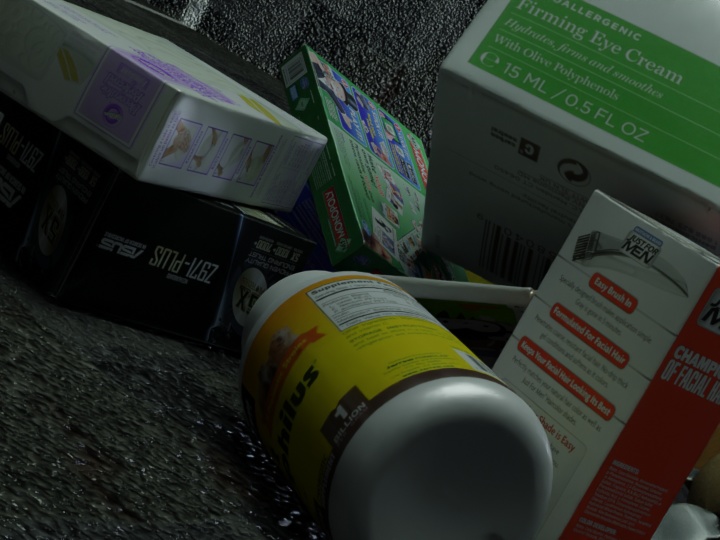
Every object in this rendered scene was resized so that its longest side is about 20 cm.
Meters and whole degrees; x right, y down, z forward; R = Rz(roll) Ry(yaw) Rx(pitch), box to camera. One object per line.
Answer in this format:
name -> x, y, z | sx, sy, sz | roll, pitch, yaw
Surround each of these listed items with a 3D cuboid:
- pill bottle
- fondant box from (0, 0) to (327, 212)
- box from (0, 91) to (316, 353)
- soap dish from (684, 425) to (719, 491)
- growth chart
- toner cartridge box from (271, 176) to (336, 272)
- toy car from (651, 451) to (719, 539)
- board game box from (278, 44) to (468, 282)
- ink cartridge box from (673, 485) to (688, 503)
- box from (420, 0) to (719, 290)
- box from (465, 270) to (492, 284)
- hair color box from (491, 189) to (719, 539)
pill bottle -> 0.006, 0.069, 0.807 | 0.109, 0.110, 0.200 | 24, 9, -27
fondant box -> -0.125, -0.101, 0.982 | 0.144, 0.058, 0.200 | 33, 10, 21
box -> -0.155, -0.043, 1.026 | 0.163, 0.086, 0.200 | 20, 12, -46
soap dish -> 0.293, 0.132, 1.064 | 0.200, 0.157, 0.081 | 54, 18, -35
growth chart -> 0.078, 0.035, 0.985 | 0.144, 0.018, 0.200 | 1, -16, 24
toner cartridge box -> 0.000, 0.000, 1.105 | 0.200, 0.043, 0.095 | 56, 21, 3
toy car -> 0.232, 0.159, 0.923 | 0.199, 0.158, 0.164 | 18, 20, -5
board game box -> 0.014, -0.049, 1.106 | 0.134, 0.029, 0.200 | 37, 26, -40
ink cartridge box -> 0.303, 0.105, 1.256 | 0.084, 0.201, 0.146 | 26, 8, -10
box -> 0.164, -0.080, 1.001 | 0.198, 0.172, 0.200 | 28, -27, 14
box -> 0.044, 0.012, 1.254 | 0.199, 0.118, 0.048 | 26, 36, -7
hair color box -> 0.121, 0.072, 0.851 | 0.064, 0.201, 0.111 | 23, 10, -34
